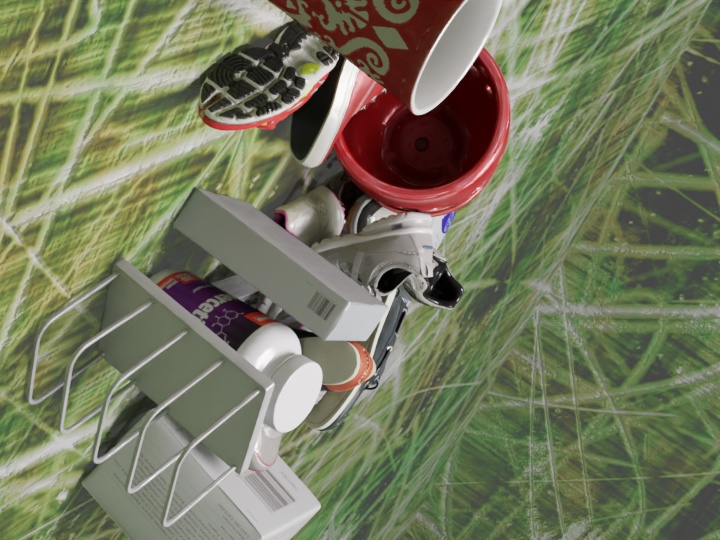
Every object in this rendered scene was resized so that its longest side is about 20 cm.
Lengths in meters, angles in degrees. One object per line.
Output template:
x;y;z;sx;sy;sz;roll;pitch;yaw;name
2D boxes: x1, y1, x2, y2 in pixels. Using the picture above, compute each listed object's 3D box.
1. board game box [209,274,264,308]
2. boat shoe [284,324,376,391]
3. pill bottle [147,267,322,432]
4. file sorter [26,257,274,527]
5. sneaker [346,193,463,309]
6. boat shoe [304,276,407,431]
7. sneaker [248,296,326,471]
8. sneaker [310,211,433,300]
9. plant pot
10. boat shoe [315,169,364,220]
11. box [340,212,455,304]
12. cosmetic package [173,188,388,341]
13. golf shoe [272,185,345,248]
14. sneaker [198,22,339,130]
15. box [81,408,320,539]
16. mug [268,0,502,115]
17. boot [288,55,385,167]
-0.132;0.065;1.831;0.126;0.035;0.200;-19;152;-18;board game box
-0.082;0.089;1.666;0.063;0.199;0.072;16;81;-68;boat shoe
-0.139;0.084;1.594;0.112;0.199;0.113;-41;145;-37;pill bottle
-0.206;0.119;1.499;0.124;0.200;0.139;-37;157;-40;file sorter
0.061;-0.022;1.887;0.076;0.087;0.200;-56;137;-11;sneaker
0.000;0.102;1.791;0.066;0.074;0.200;46;54;-41;boat shoe
-0.083;0.126;1.731;0.081;0.088;0.201;11;92;-60;sneaker
0.000;0.000;1.769;0.075;0.082;0.200;5;159;-45;sneaker
0.070;-0.156;1.768;0.201;0.200;0.183;-54;168;-4;plant pot
0.026;-0.130;1.904;0.200;0.072;0.072;-40;-174;-29;boat shoe
0.029;-0.033;2.046;0.201;0.105;0.184;-62;166;-7;box
-0.079;-0.003;1.621;0.052;0.200;0.151;-56;165;9;cosmetic package
-0.090;-0.014;1.855;0.091;0.075;0.201;-16;141;-41;golf shoe
-0.087;-0.164;1.498;0.200;0.077;0.085;-36;162;-51;sneaker
-0.181;0.262;1.845;0.131;0.200;0.199;-46;169;14;box
0.013;-0.259;1.349;0.133;0.200;0.178;-35;155;-52;mug
0.015;-0.190;1.655;0.144;0.072;0.201;4;123;-38;boot
